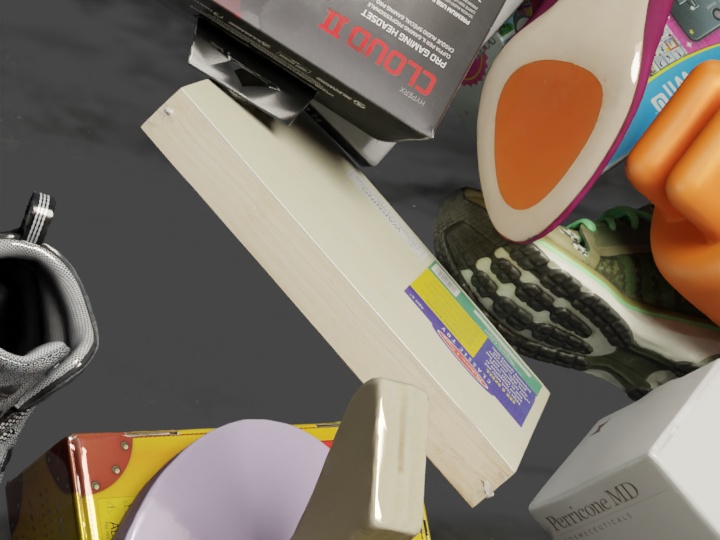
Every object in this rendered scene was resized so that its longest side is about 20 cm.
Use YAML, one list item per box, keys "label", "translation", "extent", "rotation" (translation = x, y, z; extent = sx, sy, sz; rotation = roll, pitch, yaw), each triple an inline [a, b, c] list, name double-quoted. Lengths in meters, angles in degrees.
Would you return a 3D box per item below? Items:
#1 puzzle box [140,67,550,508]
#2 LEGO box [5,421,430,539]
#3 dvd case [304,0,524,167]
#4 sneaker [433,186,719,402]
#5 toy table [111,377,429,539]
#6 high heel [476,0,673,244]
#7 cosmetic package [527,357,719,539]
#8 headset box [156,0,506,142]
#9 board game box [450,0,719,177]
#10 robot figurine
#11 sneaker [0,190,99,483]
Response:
- label: "puzzle box"
  translation: [0.000, 0.000, 0.826]
  extent: [0.200, 0.025, 0.133]
  rotation: [49, 15, 0]
- label: "LEGO box"
  translation: [-0.043, 0.163, 0.753]
  extent: [0.148, 0.077, 0.201]
  rotation: [0, 70, -31]
- label: "dvd case"
  translation: [0.018, -0.169, 0.873]
  extent: [0.150, 0.025, 0.200]
  rotation: [44, 81, -15]
- label: "sneaker"
  translation: [0.117, 0.000, 0.921]
  extent: [0.199, 0.077, 0.089]
  rotation: [29, 57, -27]
- label: "toy table"
  translation: [-0.018, 0.136, 0.660]
  extent: [0.183, 0.117, 0.201]
  rotation: [2, 70, -29]
- label: "high heel"
  translation: [0.109, -0.105, 0.859]
  extent: [0.067, 0.096, 0.201]
  rotation: [24, 96, 19]
- label: "cosmetic package"
  translation: [0.181, 0.145, 0.877]
  extent: [0.200, 0.101, 0.071]
  rotation: [48, 55, -3]
- label: "headset box"
  translation: [-0.004, -0.159, 0.814]
  extent: [0.148, 0.077, 0.201]
  rotation: [31, 83, -17]
- label: "board game box"
  translation: [0.087, -0.147, 0.968]
  extent: [0.147, 0.064, 0.201]
  rotation: [-33, 89, -35]
- label: "robot figurine"
  translation: [0.208, -0.007, 0.870]
  extent: [0.200, 0.143, 0.117]
  rotation: [37, 52, -25]
- label: "sneaker"
  translation: [-0.153, 0.064, 0.707]
  extent: [0.075, 0.114, 0.201]
  rotation: [23, 60, -20]
